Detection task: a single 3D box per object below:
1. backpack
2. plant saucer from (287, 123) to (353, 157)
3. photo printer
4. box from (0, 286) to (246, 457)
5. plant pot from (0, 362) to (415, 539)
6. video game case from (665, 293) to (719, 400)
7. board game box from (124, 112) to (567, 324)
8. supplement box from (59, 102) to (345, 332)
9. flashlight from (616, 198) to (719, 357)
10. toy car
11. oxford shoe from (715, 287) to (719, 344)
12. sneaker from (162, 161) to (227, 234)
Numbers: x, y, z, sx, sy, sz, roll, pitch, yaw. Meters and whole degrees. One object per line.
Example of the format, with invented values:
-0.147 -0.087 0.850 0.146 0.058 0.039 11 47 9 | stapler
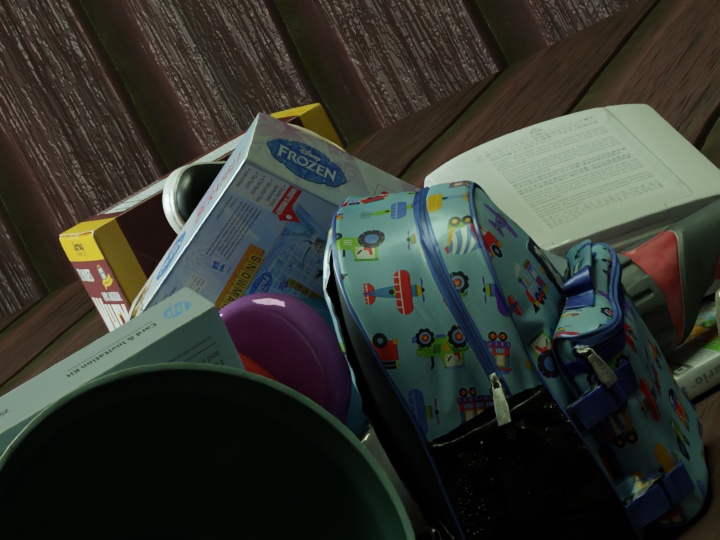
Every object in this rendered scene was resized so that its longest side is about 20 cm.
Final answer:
0.069 0.041 1.375 0.134 0.201 0.183 -27 7 12 | backpack
0.000 0.000 1.692 0.035 0.200 0.200 -43 12 -17 | plant saucer
0.133 -0.034 1.726 0.166 0.070 0.200 -19 26 -9 | photo printer
-0.103 0.133 1.372 0.155 0.201 0.041 -30 25 -17 | box
-0.084 0.160 1.267 0.200 0.201 0.134 -32 -13 -25 | plant pot
0.191 0.044 1.600 0.199 0.018 0.143 -30 7 -8 | video game case
-0.011 0.021 1.602 0.200 0.199 0.041 -51 17 48 | board game box
-0.086 0.011 2.119 0.199 0.198 0.133 -30 8 -14 | supplement box
0.212 -0.010 1.591 0.199 0.068 0.068 -26 45 -22 | flashlight
-0.057 0.086 1.523 0.174 0.151 0.200 22 34 25 | toy car
0.236 -0.006 1.490 0.070 0.074 0.200 -15 20 28 | oxford shoe
-0.023 -0.036 1.860 0.199 0.073 0.112 22 -29 -36 | sneaker
